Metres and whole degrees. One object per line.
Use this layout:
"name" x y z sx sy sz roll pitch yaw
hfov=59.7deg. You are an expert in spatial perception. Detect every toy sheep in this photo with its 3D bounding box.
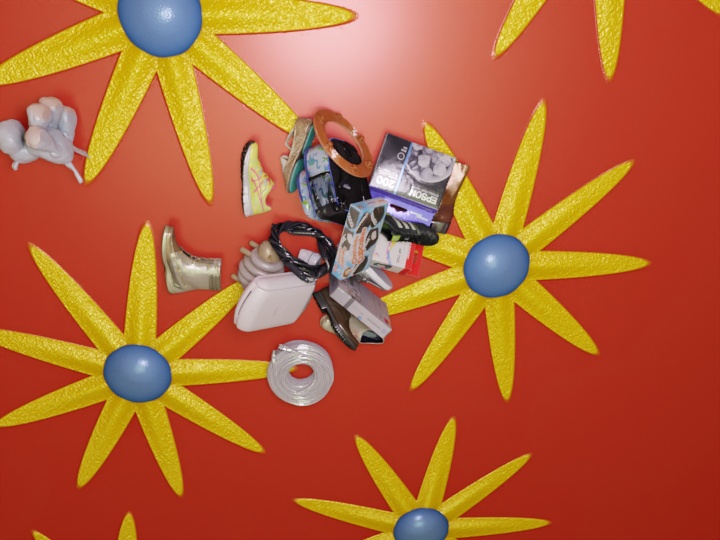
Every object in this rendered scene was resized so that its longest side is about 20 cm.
"toy sheep" -0.274 0.006 1.706 0.137 0.138 0.201 16 123 -12

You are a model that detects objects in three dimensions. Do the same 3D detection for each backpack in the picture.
"backpack" -0.073 -0.222 1.588 0.146 0.182 0.202 -15 80 28

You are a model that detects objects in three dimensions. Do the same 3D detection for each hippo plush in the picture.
"hippo plush" -0.787 -0.329 1.530 0.159 0.161 0.200 -1 157 14

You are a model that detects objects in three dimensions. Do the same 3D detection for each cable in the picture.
"cable" -0.179 0.305 1.869 0.198 0.069 0.202 11 112 -11
"cable" -0.154 -0.067 1.670 0.200 0.163 0.051 42 141 4

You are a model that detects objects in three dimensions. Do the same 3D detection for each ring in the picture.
"ring" -0.037 -0.319 1.553 0.019 0.201 0.200 -34 114 32

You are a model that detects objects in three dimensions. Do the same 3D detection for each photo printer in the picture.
"photo printer" -0.233 0.081 1.654 0.199 0.070 0.167 -7 139 -45

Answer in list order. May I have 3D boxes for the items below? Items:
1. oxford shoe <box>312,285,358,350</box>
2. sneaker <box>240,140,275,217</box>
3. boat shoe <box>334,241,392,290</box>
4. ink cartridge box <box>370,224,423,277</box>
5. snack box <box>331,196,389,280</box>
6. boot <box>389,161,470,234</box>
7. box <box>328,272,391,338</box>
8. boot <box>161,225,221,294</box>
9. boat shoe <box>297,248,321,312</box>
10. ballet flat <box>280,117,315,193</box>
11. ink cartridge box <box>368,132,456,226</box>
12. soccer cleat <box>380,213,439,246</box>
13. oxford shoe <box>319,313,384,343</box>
"oxford shoe" -0.052 0.131 1.773 0.084 0.073 0.201 -29 84 -14
"sneaker" -0.267 -0.240 1.636 0.089 0.078 0.202 -3 119 -13
"boat shoe" 0.000 0.000 1.760 0.199 0.070 0.066 38 112 -18
"ink cartridge box" 0.085 -0.063 1.712 0.198 0.067 0.117 15 75 -11
"snack box" -0.001 -0.080 1.563 0.037 0.116 0.201 35 125 28
"boot" 0.180 -0.215 1.688 0.186 0.069 0.202 15 106 -2
"box" -0.002 0.082 1.745 0.200 0.156 0.041 39 107 -19
"boot" -0.455 -0.031 1.701 0.153 0.072 0.202 -2 118 -4
"boat shoe" -0.165 0.030 1.765 0.066 0.073 0.202 26 111 14
"ballet flat" -0.170 -0.302 1.628 0.065 0.070 0.202 26 107 14
"ink cartridge box" 0.126 -0.233 1.647 0.196 0.043 0.202 19 96 -4
"soccer cleat" 0.111 -0.098 1.648 0.198 0.081 0.068 20 131 -4
"oxford shoe" -0.020 0.169 1.823 0.198 0.074 0.071 8 112 -8
